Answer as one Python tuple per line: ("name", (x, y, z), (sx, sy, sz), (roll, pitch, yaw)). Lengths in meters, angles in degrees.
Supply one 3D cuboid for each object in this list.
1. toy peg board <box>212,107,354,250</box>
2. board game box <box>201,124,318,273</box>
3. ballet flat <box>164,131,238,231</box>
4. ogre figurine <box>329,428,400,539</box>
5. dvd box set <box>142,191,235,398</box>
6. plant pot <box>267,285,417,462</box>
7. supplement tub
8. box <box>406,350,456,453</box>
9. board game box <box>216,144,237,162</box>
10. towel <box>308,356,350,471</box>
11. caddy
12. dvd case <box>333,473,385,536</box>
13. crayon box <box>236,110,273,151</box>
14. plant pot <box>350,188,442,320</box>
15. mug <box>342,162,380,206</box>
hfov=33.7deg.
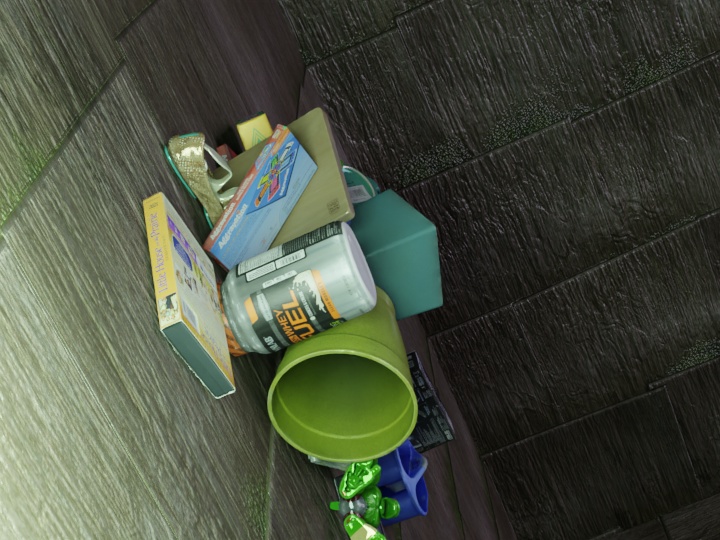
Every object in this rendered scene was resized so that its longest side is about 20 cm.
("toy peg board", (-0.096, -0.095, 1.745), (0.098, 0.198, 0.202), (39, 28, -51))
("board game box", (-0.135, -0.088, 1.627), (0.019, 0.202, 0.103), (22, -16, 33))
("ballet flat", (-0.198, -0.107, 1.633), (0.071, 0.064, 0.201), (-107, 172, -49))
("ogre figurine", (0.003, 0.330, 1.676), (0.120, 0.096, 0.203), (56, 18, -79))
("dvd box set", (-0.197, 0.028, 1.370), (0.147, 0.029, 0.202), (60, 10, -49))
("plant pot", (-0.019, 0.120, 1.621), (0.194, 0.197, 0.202), (-86, 154, -52))
("supplement tub", (-0.088, 0.028, 1.517), (0.123, 0.197, 0.124), (-23, 90, -82))
("box", (0.067, 0.255, 2.140), (0.050, 0.156, 0.201), (-104, 168, -52))
("board game box", (-0.175, -0.092, 1.882), (0.103, 0.019, 0.203), (44, 25, -70))
("towel", (-0.036, 0.195, 1.764), (0.171, 0.047, 0.204), (31, 49, -55))
("caddy", (0.068, 0.352, 2.059), (0.200, 0.104, 0.143), (-65, 131, -80))
("dvd case", (0.017, 0.423, 1.805), (0.151, 0.024, 0.202), (54, 15, -60))
("crayon box", (-0.157, -0.179, 2.025), (0.200, 0.057, 0.175), (-125, -164, -79))
("plant pot", (0.000, 0.000, 1.766), (0.141, 0.197, 0.143), (42, -32, 49))
("mug", (-0.038, -0.107, 1.890), (0.150, 0.115, 0.187), (26, 43, -16))
